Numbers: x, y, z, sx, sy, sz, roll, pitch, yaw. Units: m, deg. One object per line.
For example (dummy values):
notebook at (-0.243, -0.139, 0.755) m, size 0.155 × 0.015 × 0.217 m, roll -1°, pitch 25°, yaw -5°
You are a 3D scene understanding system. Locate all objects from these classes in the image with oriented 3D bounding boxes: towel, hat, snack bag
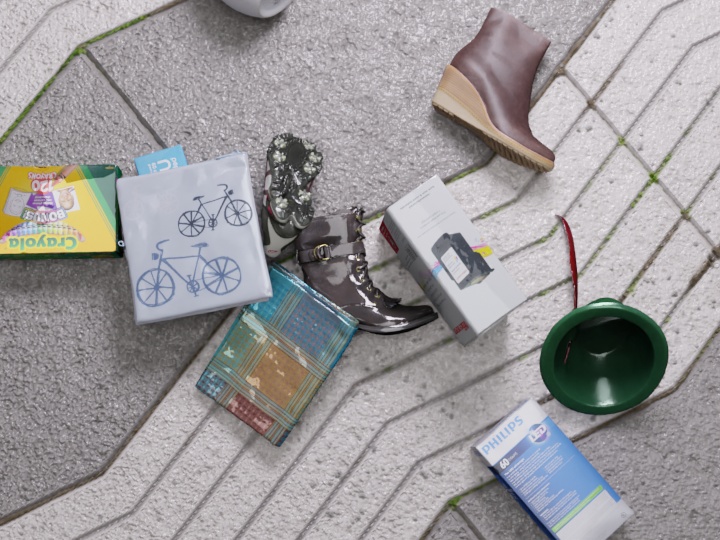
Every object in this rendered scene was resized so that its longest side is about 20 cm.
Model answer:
towel at (-0.110, 0.110, 1.714) m, size 0.147 × 0.022 × 0.200 m, roll 35°, pitch 97°, yaw 11°
hat at (0.323, 0.066, 1.769) m, size 0.166 × 0.176 × 0.200 m, roll 11°, pitch 120°, yaw -2°
snack bag at (-0.219, -0.042, 1.690) m, size 0.188 × 0.021 × 0.200 m, roll -12°, pitch 85°, yaw 9°

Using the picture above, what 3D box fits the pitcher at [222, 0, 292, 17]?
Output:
pitcher at (-0.154, -0.451, 1.782) m, size 0.172 × 0.121 × 0.200 m, roll -37°, pitch 73°, yaw -21°

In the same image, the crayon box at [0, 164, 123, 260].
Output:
crayon box at (-0.419, -0.076, 1.743) m, size 0.200 × 0.058 × 0.119 m, roll -2°, pitch 82°, yaw -2°

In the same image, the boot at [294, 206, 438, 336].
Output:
boot at (0.000, 0.000, 1.741) m, size 0.200 × 0.069 × 0.174 m, roll -3°, pitch 83°, yaw 0°

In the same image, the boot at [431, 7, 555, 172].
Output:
boot at (0.214, -0.245, 1.778) m, size 0.200 × 0.072 × 0.166 m, roll 35°, pitch 85°, yaw 6°

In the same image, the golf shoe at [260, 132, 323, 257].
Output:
golf shoe at (-0.102, -0.106, 1.725) m, size 0.077 × 0.088 × 0.200 m, roll 22°, pitch 39°, yaw -12°

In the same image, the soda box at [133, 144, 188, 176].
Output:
soda box at (-0.240, -0.059, 1.744) m, size 0.068 × 0.064 × 0.200 m, roll -17°, pitch 83°, yaw -4°

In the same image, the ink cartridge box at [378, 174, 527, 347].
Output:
ink cartridge box at (0.117, -0.009, 1.707) m, size 0.083 × 0.146 × 0.200 m, roll -35°, pitch 85°, yaw -8°

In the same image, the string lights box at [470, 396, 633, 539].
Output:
string lights box at (0.250, 0.274, 1.717) m, size 0.103 × 0.059 × 0.200 m, roll -40°, pitch 85°, yaw -7°
